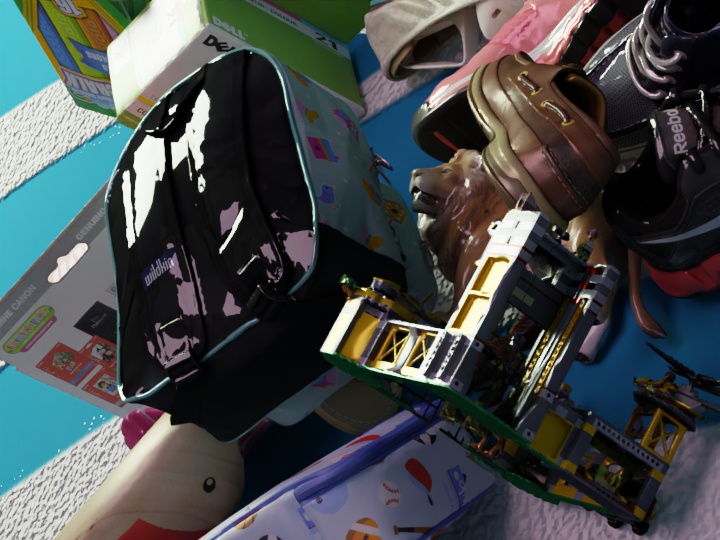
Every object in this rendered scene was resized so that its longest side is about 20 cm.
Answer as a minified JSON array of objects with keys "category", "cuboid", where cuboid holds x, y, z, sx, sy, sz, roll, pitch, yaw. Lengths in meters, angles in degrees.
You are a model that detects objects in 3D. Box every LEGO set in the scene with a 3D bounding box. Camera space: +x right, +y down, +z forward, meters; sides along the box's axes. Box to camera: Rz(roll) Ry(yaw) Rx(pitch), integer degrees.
[{"category":"LEGO set","cuboid":[0.092,0.038,1.127,0.116,0.200,0.154,-61,19,-12]}]

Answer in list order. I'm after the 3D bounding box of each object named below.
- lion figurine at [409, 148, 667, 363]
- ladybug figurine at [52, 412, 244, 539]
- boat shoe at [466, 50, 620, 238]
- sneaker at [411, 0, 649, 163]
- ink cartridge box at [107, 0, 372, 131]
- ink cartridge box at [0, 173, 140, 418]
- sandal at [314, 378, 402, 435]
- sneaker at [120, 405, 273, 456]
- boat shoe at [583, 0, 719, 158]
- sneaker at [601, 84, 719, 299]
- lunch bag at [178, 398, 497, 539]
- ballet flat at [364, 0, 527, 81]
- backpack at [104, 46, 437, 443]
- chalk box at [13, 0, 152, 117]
[{"category":"lion figurine","cuboid":[0.107,-0.013,1.259,0.200,0.072,0.123,3,61,39]},{"category":"ladybug figurine","cuboid":[-0.135,0.157,1.365,0.200,0.072,0.136,-47,2,40]},{"category":"boat shoe","cuboid":[0.106,-0.077,1.195,0.067,0.072,0.200,-35,19,12]},{"category":"sneaker","cuboid":[0.117,-0.133,1.330,0.200,0.074,0.087,-33,32,27]},{"category":"ink cartridge box","cuboid":[-0.055,-0.160,1.494,0.200,0.148,0.076,-42,41,29]},{"category":"ink cartridge box","cuboid":[-0.146,-0.004,1.484,0.200,0.175,0.084,-44,38,25]},{"category":"sandal","cuboid":[-0.006,-0.001,1.366,0.212,0.077,0.070,-94,18,-44]},{"category":"sneaker","cuboid":[-0.085,0.084,1.437,0.088,0.081,0.200,-44,1,-41]},{"category":"boat shoe","cuboid":[0.170,-0.126,1.198,0.200,0.093,0.075,-36,68,34]},{"category":"sneaker","cuboid":[0.204,-0.066,1.122,0.200,0.098,0.071,-39,38,29]},{"category":"lunch bag","cuboid":[-0.026,0.149,1.249,0.200,0.076,0.160,-33,-2,34]},{"category":"ballet flat","cuboid":[0.079,-0.168,1.414,0.200,0.067,0.063,-17,82,52]},{"category":"backpack","cuboid":[-0.059,-0.020,1.276,0.176,0.153,0.200,-39,52,28]},{"category":"chalk box","cuboid":[-0.154,-0.186,1.622,0.124,0.200,0.125,16,62,31]}]
